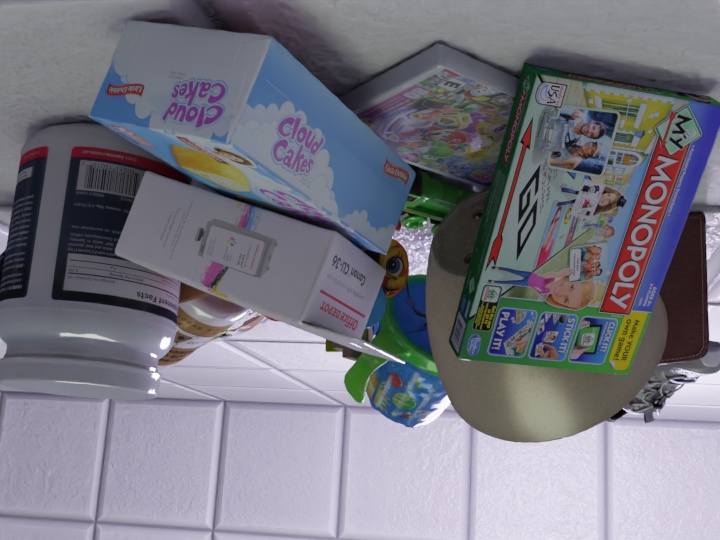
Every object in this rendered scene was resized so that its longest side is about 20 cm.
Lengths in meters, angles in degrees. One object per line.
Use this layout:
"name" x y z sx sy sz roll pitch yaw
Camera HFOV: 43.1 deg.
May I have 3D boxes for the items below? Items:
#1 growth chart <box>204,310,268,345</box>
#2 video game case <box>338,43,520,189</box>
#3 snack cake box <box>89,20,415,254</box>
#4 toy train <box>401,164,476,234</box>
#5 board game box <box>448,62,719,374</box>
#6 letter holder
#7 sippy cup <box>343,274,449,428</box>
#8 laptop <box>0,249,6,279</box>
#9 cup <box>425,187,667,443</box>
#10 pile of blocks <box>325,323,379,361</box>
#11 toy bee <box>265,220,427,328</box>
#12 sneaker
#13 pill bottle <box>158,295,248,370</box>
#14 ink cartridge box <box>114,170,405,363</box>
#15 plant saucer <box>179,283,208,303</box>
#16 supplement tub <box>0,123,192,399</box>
"growth chart" -0.143 0.061 1.119 0.199 0.018 0.145 -21 168 -40
"video game case" 0.085 -0.100 0.658 0.199 0.018 0.143 13 163 -34
"snack cake box" -0.060 -0.081 0.595 0.114 0.068 0.200 17 172 32
"toy train" 0.039 -0.064 0.773 0.198 0.042 0.056 12 153 -31
"board game box" 0.147 -0.027 0.613 0.133 0.202 0.029 6 -156 -13
"letter holder" 0.228 0.029 0.882 0.198 0.144 0.101 -1 166 18
"sippy cup" 0.067 0.097 1.002 0.176 0.140 0.131 14 129 -14
"laptop" -0.282 0.000 0.971 0.103 0.200 0.177 39 170 10
"cup" 0.130 0.016 0.742 0.199 0.201 0.144 -6 135 34
"pile of blocks" -0.014 0.056 1.068 0.062 0.083 0.200 -2 -165 16
"toy bee" 0.000 0.000 0.891 0.199 0.110 0.130 3 -177 -39
"sneaker" 0.306 0.115 0.935 0.074 0.083 0.200 6 165 -10
"pill bottle" -0.215 0.043 0.987 0.114 0.115 0.199 17 141 -43
"ink cartridge box" -0.059 0.000 0.657 0.198 0.068 0.116 20 175 22
"plant saucer" -0.088 -0.020 0.838 0.199 0.033 0.200 -20 -174 2
"supplement tub" -0.214 -0.003 0.738 0.139 0.202 0.140 4 167 1
